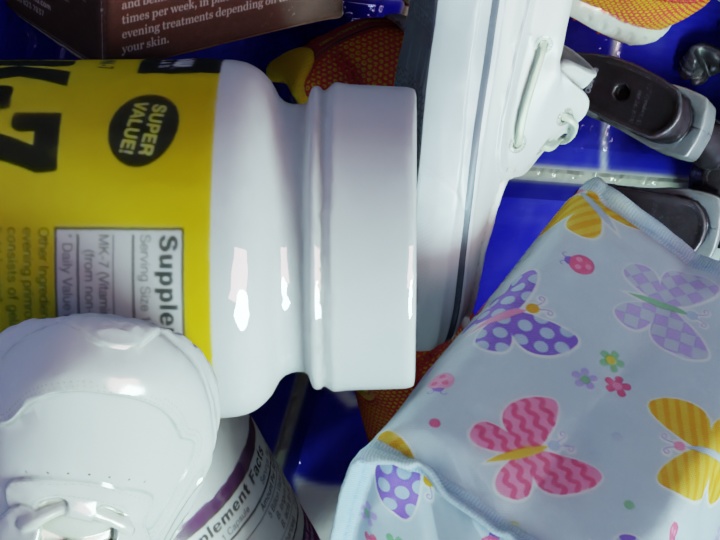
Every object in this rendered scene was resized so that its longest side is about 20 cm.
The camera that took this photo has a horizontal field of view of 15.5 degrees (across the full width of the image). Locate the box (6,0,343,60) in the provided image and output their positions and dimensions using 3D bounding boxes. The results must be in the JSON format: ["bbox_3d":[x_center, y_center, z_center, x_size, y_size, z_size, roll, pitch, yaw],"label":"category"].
[{"bbox_3d":[-0.061,-0.175,0.859,0.100,0.075,0.201,-16,124,-33],"label":"box"}]

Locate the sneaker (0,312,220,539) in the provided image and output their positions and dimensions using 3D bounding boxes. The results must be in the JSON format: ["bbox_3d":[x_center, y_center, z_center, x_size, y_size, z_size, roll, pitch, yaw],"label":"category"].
[{"bbox_3d":[-0.087,0.095,0.792,0.077,0.100,0.200,7,139,-10],"label":"sneaker"}]

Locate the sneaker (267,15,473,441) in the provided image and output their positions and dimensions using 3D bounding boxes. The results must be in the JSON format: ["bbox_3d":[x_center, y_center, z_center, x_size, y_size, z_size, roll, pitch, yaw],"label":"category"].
[{"bbox_3d":[0.000,0.000,1.008,0.077,0.073,0.201,-17,116,-18],"label":"sneaker"}]

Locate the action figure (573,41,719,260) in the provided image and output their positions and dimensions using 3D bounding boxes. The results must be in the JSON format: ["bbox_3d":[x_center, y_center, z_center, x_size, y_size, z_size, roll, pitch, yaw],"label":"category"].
[{"bbox_3d":[0.143,-0.039,1.100,0.200,0.069,0.131,11,87,-64],"label":"action figure"}]

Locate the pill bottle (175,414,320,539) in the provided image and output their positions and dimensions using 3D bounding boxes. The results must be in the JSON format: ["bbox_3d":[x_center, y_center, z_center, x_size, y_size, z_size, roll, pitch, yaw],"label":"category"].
[{"bbox_3d":[-0.076,0.100,0.955,0.112,0.112,0.201,-38,119,-19],"label":"pill bottle"}]

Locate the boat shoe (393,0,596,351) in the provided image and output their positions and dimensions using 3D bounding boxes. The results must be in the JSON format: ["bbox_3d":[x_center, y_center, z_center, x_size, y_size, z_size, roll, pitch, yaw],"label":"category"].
[{"bbox_3d":[0.048,-0.064,0.901,0.066,0.074,0.201,2,115,-11],"label":"boat shoe"}]

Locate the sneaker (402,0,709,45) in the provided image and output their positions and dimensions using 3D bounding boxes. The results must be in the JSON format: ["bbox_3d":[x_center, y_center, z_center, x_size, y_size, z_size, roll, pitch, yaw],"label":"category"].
[{"bbox_3d":[0.068,-0.133,0.978,0.199,0.073,0.077,-3,152,-45],"label":"sneaker"}]

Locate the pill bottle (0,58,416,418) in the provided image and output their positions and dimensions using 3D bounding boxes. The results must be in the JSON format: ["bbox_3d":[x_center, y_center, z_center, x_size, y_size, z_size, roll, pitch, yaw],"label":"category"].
[{"bbox_3d":[-0.082,-0.010,0.835,0.199,0.114,0.115,0,119,0],"label":"pill bottle"}]

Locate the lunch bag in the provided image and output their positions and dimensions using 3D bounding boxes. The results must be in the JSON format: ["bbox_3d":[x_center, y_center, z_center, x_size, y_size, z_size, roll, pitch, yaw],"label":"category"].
[{"bbox_3d":[0.066,0.101,0.924,0.170,0.127,0.200,-47,163,-43],"label":"lunch bag"}]
